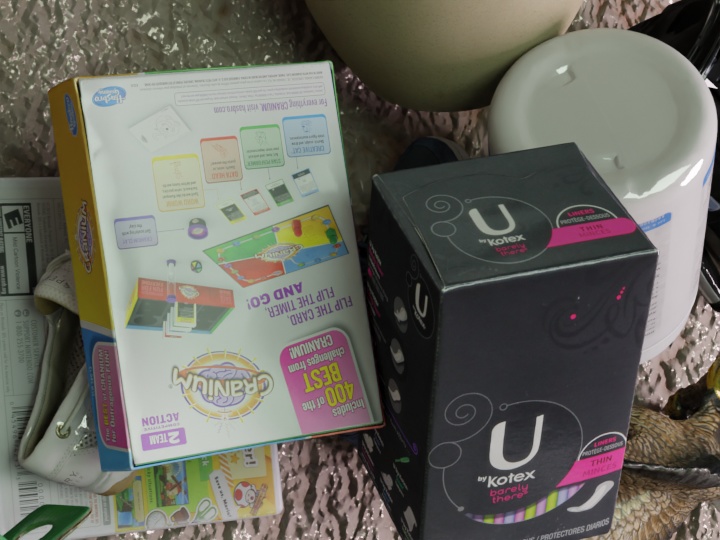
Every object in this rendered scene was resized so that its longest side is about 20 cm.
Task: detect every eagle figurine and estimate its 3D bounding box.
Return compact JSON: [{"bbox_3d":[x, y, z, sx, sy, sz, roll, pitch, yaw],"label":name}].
[{"bbox_3d":[0.178,0.125,1.257,0.200,0.151,0.152,-41,125,-43],"label":"eagle figurine"}]

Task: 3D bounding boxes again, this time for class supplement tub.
[{"bbox_3d":[0.143,-0.039,1.192,0.132,0.200,0.132,-2,59,3],"label":"supplement tub"}]

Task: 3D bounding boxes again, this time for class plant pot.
[{"bbox_3d":[0.049,-0.174,1.190,0.200,0.200,0.135,-23,127,-34],"label":"plant pot"}]

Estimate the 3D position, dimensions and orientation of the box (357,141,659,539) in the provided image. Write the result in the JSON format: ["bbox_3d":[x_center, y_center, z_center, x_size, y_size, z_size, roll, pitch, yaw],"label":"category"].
[{"bbox_3d":[0.073,0.048,1.063,0.122,0.106,0.200,-11,129,-16],"label":"box"}]

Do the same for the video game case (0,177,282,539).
[{"bbox_3d":[-0.133,0.047,1.117,0.182,0.023,0.200,-2,84,-34],"label":"video game case"}]

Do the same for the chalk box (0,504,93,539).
[{"bbox_3d":[-0.211,0.188,0.978,0.124,0.125,0.200,44,64,-22],"label":"chalk box"}]

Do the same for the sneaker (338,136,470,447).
[{"bbox_3d":[0.001,0.001,1.165,0.146,0.077,0.203,24,71,-46],"label":"sneaker"}]

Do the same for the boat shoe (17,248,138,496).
[{"bbox_3d":[-0.139,0.016,1.061,0.069,0.071,0.200,17,74,-33],"label":"boat shoe"}]

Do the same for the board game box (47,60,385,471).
[{"bbox_3d":[-0.074,-0.005,1.039,0.153,0.040,0.200,-6,87,-31],"label":"board game box"}]

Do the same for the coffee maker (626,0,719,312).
[{"bbox_3d":[0.266,-0.086,1.306,0.200,0.192,0.135,45,34,-24],"label":"coffee maker"}]
